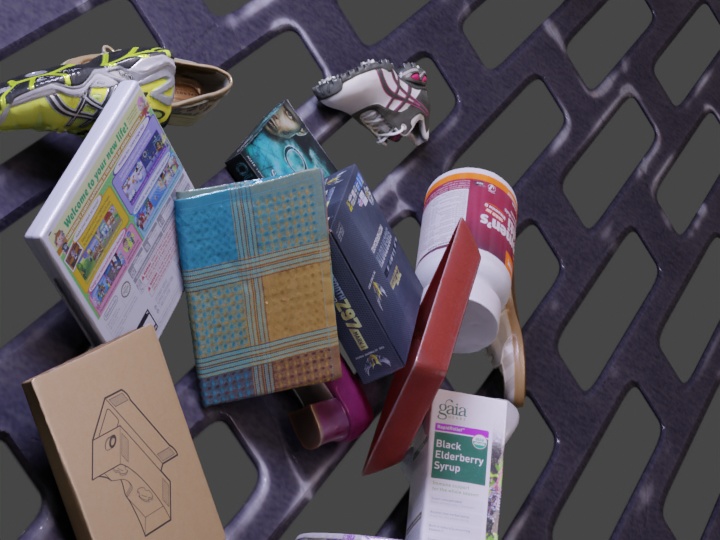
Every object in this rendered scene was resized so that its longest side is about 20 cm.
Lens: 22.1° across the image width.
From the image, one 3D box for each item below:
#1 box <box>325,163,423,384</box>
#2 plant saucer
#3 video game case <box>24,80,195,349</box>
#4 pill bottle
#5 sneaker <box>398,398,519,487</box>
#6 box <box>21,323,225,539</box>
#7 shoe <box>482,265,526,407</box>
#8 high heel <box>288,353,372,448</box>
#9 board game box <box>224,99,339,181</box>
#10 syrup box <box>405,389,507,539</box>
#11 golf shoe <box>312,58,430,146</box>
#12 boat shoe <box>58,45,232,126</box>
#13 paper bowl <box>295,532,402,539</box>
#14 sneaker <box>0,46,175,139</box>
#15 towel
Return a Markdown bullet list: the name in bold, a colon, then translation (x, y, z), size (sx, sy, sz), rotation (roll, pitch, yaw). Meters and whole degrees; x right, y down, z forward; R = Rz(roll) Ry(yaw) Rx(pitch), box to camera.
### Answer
- **box**: translation (0.000, 0.000, 1.836), size (0.159, 0.051, 0.200), rotation (62, 17, -16)
- **plant saucer**: translation (0.065, 0.082, 1.820), size (0.036, 0.201, 0.201), rotation (20, 49, -1)
- **video game case**: translation (-0.205, -0.033, 1.611), size (0.183, 0.022, 0.201), rotation (64, 37, -38)
- **pill bottle**: translation (0.117, -0.011, 2.056), size (0.109, 0.109, 0.201), rotation (41, 37, -29)
- **sneaker**: translation (0.100, 0.171, 1.942), size (0.089, 0.075, 0.200), rotation (48, 34, 0)
- **box**: translation (-0.194, 0.162, 1.536), size (0.163, 0.021, 0.202), rotation (-27, 100, -57)
- **shoe**: translation (0.159, 0.065, 2.123), size (0.070, 0.053, 0.202), rotation (70, 13, -64)
- **high heel**: translation (-0.049, 0.071, 1.790), size (0.096, 0.067, 0.202), rotation (-15, 91, -53)
- **board game box**: translation (-0.051, -0.068, 1.936), size (0.201, 0.028, 0.135), rotation (54, 33, -14)
- **syrup box**: translation (0.092, 0.225, 1.811), size (0.078, 0.082, 0.202), rotation (10, 65, -7)
- **golf shoe**: translation (0.023, -0.190, 2.092), size (0.199, 0.077, 0.089), rotation (-6, 78, -55)
- **boat shoe**: translation (-0.208, -0.181, 1.764), size (0.199, 0.062, 0.074), rotation (-6, 72, -54)
- **paper bowl**: translation (0.033, 0.298, 1.627), size (0.200, 0.199, 0.106), rotation (23, 69, -45)
- **sneaker**: translation (-0.247, -0.145, 1.637), size (0.198, 0.075, 0.077), rotation (-17, 109, -30)
- **towel**: translation (-0.093, 0.014, 1.693), size (0.145, 0.022, 0.202), rotation (-10, 102, -21)
